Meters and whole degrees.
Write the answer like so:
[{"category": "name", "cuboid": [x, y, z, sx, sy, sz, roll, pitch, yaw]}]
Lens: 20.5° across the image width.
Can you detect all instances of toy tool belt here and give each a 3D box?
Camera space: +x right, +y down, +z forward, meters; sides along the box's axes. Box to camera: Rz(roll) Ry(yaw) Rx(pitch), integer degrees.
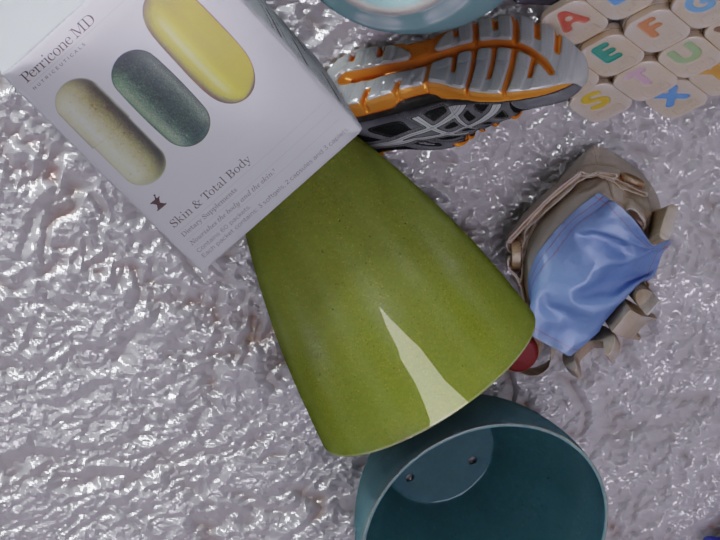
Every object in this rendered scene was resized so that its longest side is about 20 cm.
[{"category": "toy tool belt", "cuboid": [0.169, 0.013, 1.535, 0.124, 0.123, 0.201, 25, 106, -25]}]

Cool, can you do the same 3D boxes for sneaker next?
[{"category": "sneaker", "cuboid": [0.072, -0.128, 1.444, 0.199, 0.079, 0.077, -4, 137, 25]}]

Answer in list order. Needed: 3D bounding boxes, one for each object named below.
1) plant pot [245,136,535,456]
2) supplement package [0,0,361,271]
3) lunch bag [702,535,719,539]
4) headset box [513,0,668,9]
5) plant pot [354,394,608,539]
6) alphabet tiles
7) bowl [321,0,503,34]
[{"category": "plant pot", "cuboid": [0.000, 0.000, 1.465, 0.187, 0.187, 0.201, -32, 104, 1]}, {"category": "supplement package", "cuboid": [-0.131, -0.140, 1.357, 0.152, 0.151, 0.200, -41, 119, 6]}, {"category": "lunch bag", "cuboid": [0.390, 0.271, 1.759, 0.199, 0.094, 0.151, 22, 109, -12]}, {"category": "headset box", "cuboid": [0.184, -0.269, 1.430, 0.199, 0.075, 0.150, 1, 116, -17]}, {"category": "plant pot", "cuboid": [0.080, 0.177, 1.582, 0.199, 0.135, 0.201, -6, 116, -13]}, {"category": "alphabet tiles", "cuboid": [0.229, -0.170, 1.462, 0.199, 0.015, 0.195, -27, 146, 29]}, {"category": "bowl", "cuboid": [0.027, -0.241, 1.342, 0.199, 0.105, 0.202, 4, 115, 8]}]
